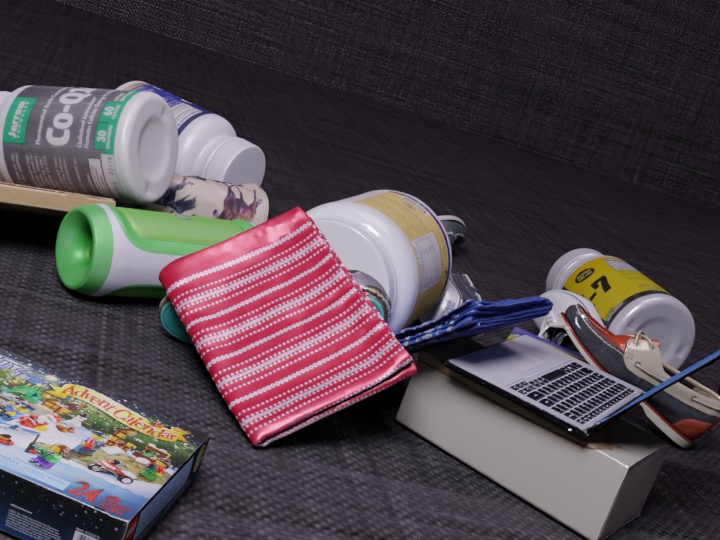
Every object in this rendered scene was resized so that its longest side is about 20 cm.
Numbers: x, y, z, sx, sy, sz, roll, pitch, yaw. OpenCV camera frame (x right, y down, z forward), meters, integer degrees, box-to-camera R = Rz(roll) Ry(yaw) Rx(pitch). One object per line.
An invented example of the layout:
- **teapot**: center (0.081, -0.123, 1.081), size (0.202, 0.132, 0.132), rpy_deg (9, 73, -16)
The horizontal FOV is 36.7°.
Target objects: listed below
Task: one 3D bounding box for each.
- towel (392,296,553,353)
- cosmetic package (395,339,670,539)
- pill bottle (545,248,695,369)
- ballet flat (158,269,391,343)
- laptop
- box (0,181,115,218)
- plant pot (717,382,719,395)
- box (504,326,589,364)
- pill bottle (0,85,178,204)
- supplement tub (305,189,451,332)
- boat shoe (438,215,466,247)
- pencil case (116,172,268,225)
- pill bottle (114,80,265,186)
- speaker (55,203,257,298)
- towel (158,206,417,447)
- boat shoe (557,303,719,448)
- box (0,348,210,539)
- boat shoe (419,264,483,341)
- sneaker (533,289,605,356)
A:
- **towel**: center (0.051, 0.056, 0.932), size (0.200, 0.024, 0.145), rpy_deg (-19, -9, 34)
- **cosmetic package**: center (0.141, 0.136, 0.906), size (0.200, 0.073, 0.103), rpy_deg (27, 17, 29)
- **pill bottle**: center (0.312, 0.050, 1.337), size (0.114, 0.115, 0.200), rpy_deg (14, 16, -20)
- **ballet flat**: center (-0.072, 0.030, 0.943), size (0.200, 0.072, 0.072), rpy_deg (-1, 14, 5)
- **laptop**: center (0.208, 0.060, 0.892), size (0.200, 0.116, 0.187), rpy_deg (26, 15, 25)
- **box**: center (-0.354, -0.071, 1.017), size (0.200, 0.021, 0.163), rpy_deg (7, -2, -35)
- **plant pot**: center (0.551, 0.140, 1.242), size (0.186, 0.187, 0.200), rpy_deg (0, 38, -51)
- **box**: center (0.182, 0.117, 1.072), size (0.117, 0.048, 0.200), rpy_deg (23, 17, 10)
- **pill bottle**: center (-0.296, -0.129, 1.098), size (0.200, 0.113, 0.113), rpy_deg (5, 11, 17)
- **supplement tub**: center (0.000, 0.000, 1.063), size (0.145, 0.146, 0.200), rpy_deg (23, 16, 14)
- **boat shoe**: center (0.095, -0.040, 1.527), size (0.200, 0.073, 0.062), rpy_deg (7, 61, -59)
- **pencil case**: center (-0.208, -0.079, 1.213), size (0.200, 0.078, 0.089), rpy_deg (12, 7, -27)
- **pill bottle**: center (-0.224, -0.150, 1.360), size (0.200, 0.120, 0.120), rpy_deg (27, 17, 23)
- **speaker**: center (-0.176, -0.013, 1.011), size (0.200, 0.089, 0.088), rpy_deg (5, 21, -43)
- **towel**: center (-0.063, 0.037, 0.869), size (0.144, 0.023, 0.200), rpy_deg (-24, 51, -16)
- **boat shoe**: center (0.286, 0.097, 1.104), size (0.200, 0.063, 0.071), rpy_deg (41, 20, -7)
- **box**: center (-0.208, 0.101, 0.658), size (0.200, 0.038, 0.137), rpy_deg (21, 15, 6)
- **boat shoe**: center (0.102, 0.031, 1.224), size (0.068, 0.072, 0.200), rpy_deg (25, 9, -11)
- **sneaker**: center (0.238, 0.071, 1.249), size (0.071, 0.073, 0.200), rpy_deg (17, 15, -22)
